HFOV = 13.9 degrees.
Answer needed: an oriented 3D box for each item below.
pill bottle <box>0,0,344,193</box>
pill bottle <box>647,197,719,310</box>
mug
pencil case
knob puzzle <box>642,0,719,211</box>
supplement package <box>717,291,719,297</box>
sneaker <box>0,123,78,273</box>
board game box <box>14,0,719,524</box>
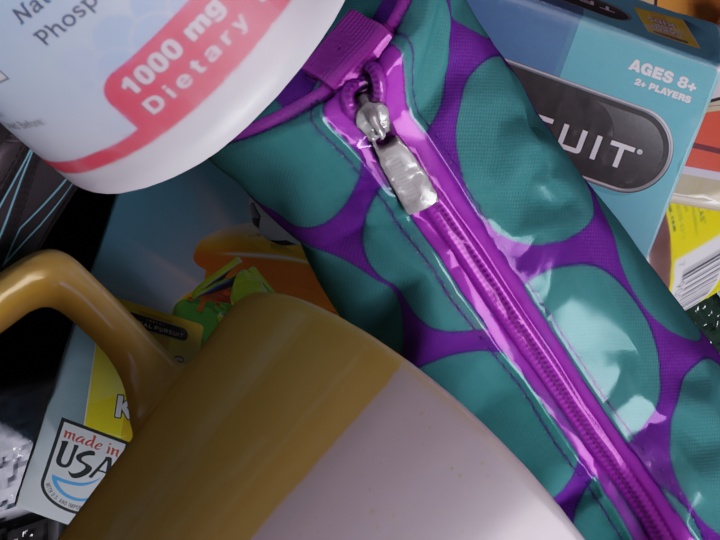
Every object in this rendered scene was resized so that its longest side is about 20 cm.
[{"bbox_3d":[-0.100,-0.117,0.709,0.200,0.109,0.109,41,81,-25],"label":"pill bottle"},{"bbox_3d":[0.119,-0.056,0.983,0.200,0.109,0.110,-28,129,-31],"label":"pill bottle"},{"bbox_3d":[-0.042,0.103,0.780,0.153,0.186,0.150,-45,142,-17],"label":"mug"},{"bbox_3d":[0.040,0.012,0.790,0.085,0.092,0.200,-36,105,5],"label":"pencil case"},{"bbox_3d":[0.085,-0.115,0.899,0.219,0.030,0.221,5,76,-21],"label":"knob puzzle"},{"bbox_3d":[0.235,0.027,1.106,0.111,0.156,0.200,-48,137,-13],"label":"supplement package"},{"bbox_3d":[-0.135,0.007,0.800,0.200,0.075,0.079,-49,139,-11],"label":"sneaker"},{"bbox_3d":[0.000,0.000,0.863,0.150,0.047,0.201,19,110,-2],"label":"board game box"}]
